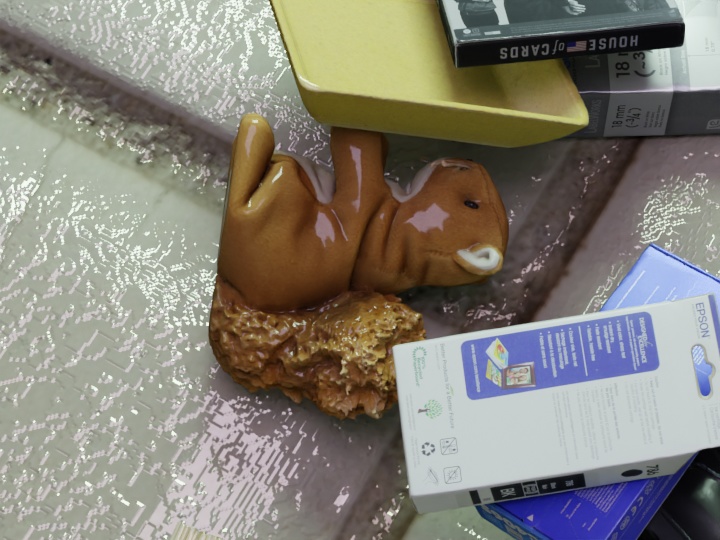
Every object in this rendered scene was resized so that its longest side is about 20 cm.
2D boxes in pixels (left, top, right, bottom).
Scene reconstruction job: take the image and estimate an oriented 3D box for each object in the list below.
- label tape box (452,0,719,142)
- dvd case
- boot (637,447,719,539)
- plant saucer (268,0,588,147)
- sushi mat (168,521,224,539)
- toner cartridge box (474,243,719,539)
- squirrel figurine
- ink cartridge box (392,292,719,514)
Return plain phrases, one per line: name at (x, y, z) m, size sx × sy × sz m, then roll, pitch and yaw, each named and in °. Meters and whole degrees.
label tape box at (0.158, -0.168, 1.447) m, size 0.198 × 0.063 × 0.145 m, roll -2°, pitch 65°, yaw 1°
dvd case at (0.118, -0.205, 1.387) m, size 0.149 × 0.025 × 0.201 m, roll -6°, pitch 40°, yaw -4°
boot at (0.253, 0.135, 1.301) m, size 0.162 × 0.073 × 0.198 m, roll -38°, pitch 63°, yaw -10°
plant saucer at (0.027, -0.148, 1.365) m, size 0.198 × 0.049 × 0.201 m, roll 6°, pitch 39°, yaw -22°
sushi mat at (-0.111, 0.260, 1.294) m, size 0.095 × 0.012 × 0.201 m, roll 20°, pitch 68°, yaw 12°
toner cartridge box at (0.163, 0.088, 1.290) m, size 0.095 × 0.043 × 0.200 m, roll 30°, pitch 73°, yaw 31°
squirrel figurine at (0.000, 0.000, 1.359) m, size 0.185 × 0.142 × 0.202 m, roll 8°, pitch 80°, yaw -5°
ink cartridge box at (0.122, 0.079, 1.249) m, size 0.198 × 0.039 × 0.100 m, roll -9°, pitch 64°, yaw 8°
